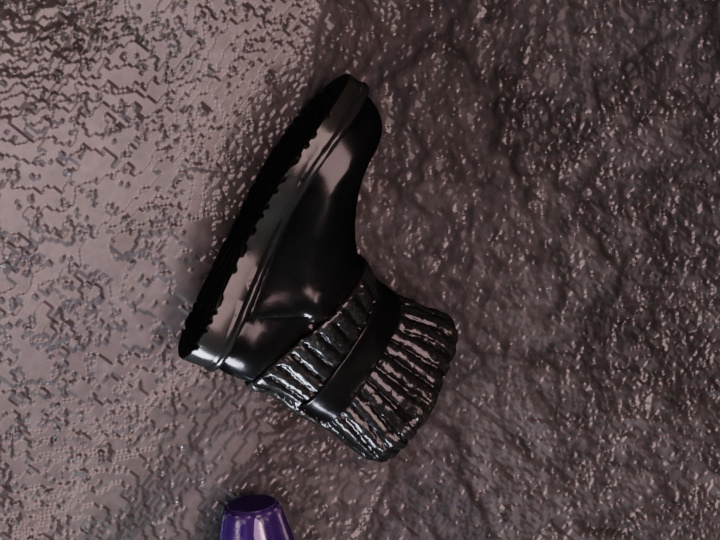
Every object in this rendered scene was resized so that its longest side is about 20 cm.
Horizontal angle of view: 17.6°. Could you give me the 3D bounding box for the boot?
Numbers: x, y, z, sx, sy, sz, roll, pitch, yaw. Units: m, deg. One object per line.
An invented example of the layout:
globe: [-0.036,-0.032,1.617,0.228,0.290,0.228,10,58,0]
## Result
boot: [-0.001,0.000,1.428,0.157,0.079,0.212,25,103,-15]

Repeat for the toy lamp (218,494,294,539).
toy lamp: [-0.060,0.241,1.476,0.058,0.058,0.201,-8,107,-17]
